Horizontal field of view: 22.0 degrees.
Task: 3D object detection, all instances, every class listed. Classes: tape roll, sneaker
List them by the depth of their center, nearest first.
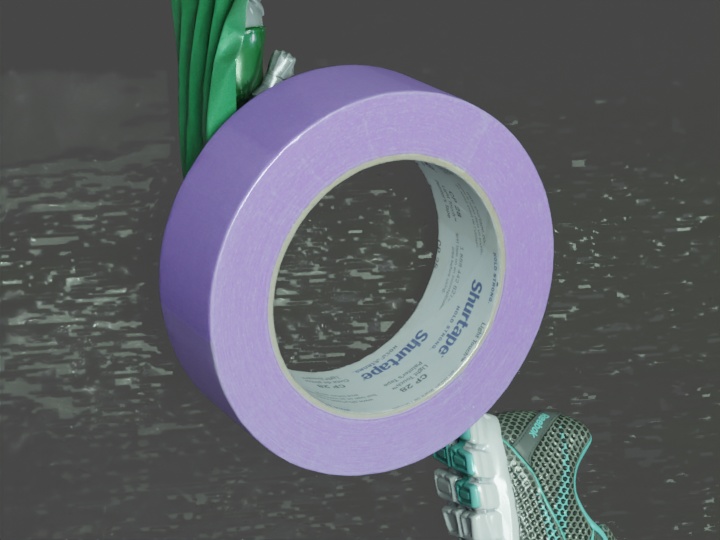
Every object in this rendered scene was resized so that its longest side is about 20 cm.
[{"bbox_3d":[0.000,0.000,0.945,0.199,0.066,0.202,-11,113,-28],"label":"tape roll"},{"bbox_3d":[0.100,0.168,1.005,0.091,0.078,0.202,-8,93,-17],"label":"sneaker"}]

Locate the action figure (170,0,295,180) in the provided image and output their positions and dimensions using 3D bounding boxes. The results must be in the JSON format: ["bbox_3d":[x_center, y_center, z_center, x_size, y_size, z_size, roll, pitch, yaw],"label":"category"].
[{"bbox_3d":[-0.068,-0.106,0.958,0.054,0.118,0.202,-2,99,-25],"label":"action figure"}]
